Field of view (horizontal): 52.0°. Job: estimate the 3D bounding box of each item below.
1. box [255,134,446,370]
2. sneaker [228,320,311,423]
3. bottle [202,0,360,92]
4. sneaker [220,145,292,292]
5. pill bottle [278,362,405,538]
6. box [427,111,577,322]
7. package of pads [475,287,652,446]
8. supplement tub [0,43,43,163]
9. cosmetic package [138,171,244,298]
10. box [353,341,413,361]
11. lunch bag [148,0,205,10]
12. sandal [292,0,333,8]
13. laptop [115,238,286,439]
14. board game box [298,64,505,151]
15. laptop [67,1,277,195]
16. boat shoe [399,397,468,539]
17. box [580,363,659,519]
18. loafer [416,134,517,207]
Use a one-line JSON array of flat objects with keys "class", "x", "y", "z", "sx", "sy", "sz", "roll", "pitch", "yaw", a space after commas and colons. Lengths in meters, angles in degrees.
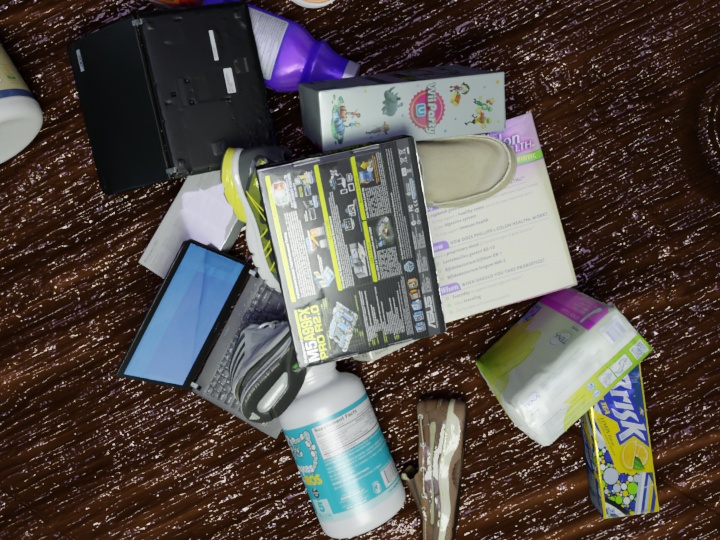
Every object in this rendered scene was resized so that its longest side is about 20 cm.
[{"class": "box", "x": -0.008, "y": -0.019, "z": 0.736, "sx": 0.157, "sy": 0.044, "sz": 0.204, "roll": -13, "pitch": 103, "yaw": -8}, {"class": "sneaker", "x": -0.077, "y": 0.063, "z": 0.830, "sx": 0.200, "sy": 0.115, "sz": 0.076, "roll": -45, "pitch": 129, "yaw": -4}, {"class": "bottle", "x": -0.099, "y": -0.259, "z": 0.884, "sx": 0.197, "sy": 0.065, "sz": 0.085, "roll": 20, "pitch": 96, "yaw": 0}, {"class": "sneaker", "x": -0.085, "y": -0.051, "z": 0.829, "sx": 0.083, "sy": 0.075, "sz": 0.202, "roll": -9, "pitch": 130, "yaw": 20}, {"class": "pill bottle", "x": -0.029, "y": 0.200, "z": 0.877, "sx": 0.109, "sy": 0.111, "sz": 0.203, "roll": -22, "pitch": 91, "yaw": 2}, {"class": "box", "x": 0.136, "y": -0.058, "z": 0.873, "sx": 0.173, "sy": 0.097, "sz": 0.204, "roll": -16, "pitch": 92, "yaw": 2}, {"class": "package of pads", "x": 0.212, "y": 0.098, "z": 0.824, "sx": 0.154, "sy": 0.200, "sz": 0.068, "roll": -44, "pitch": 96, "yaw": 2}, {"class": "supplement tub", "x": -0.479, "y": -0.227, "z": 0.852, "sx": 0.143, "sy": 0.144, "sz": 0.202, "roll": -32, "pitch": 91, "yaw": 2}, {"class": "cosmetic package", "x": -0.180, "y": -0.075, "z": 0.898, "sx": 0.082, "sy": 0.051, "sz": 0.202, "roll": 31, "pitch": 92, "yaw": 2}, {"class": "box", "x": 0.000, "y": 0.000, "z": 0.881, "sx": 0.081, "sy": 0.068, "sz": 0.203, "roll": -23, "pitch": 93, "yaw": -19}, {"class": "lunch bag", "x": -0.207, "y": -0.404, "z": 0.826, "sx": 0.080, "sy": 0.176, "sz": 0.204, "roll": 9, "pitch": 94, "yaw": 4}, {"class": "sandal", "x": -0.095, "y": -0.411, "z": 0.882, "sx": 0.079, "sy": 0.059, "sz": 0.208, "roll": -34, "pitch": 91, "yaw": 2}, {"class": "laptop", "x": -0.150, "y": 0.087, "z": 0.878, "sx": 0.198, "sy": 0.103, "sz": 0.179, "roll": 29, "pitch": 93, "yaw": 0}, {"class": "board game box", "x": 0.040, "y": -0.181, "z": 0.807, "sx": 0.196, "sy": 0.148, "sz": 0.066, "roll": -10, "pitch": 110, "yaw": -10}, {"class": "laptop", "x": -0.216, "y": -0.196, "z": 0.854, "sx": 0.197, "sy": 0.103, "sz": 0.181, "roll": -15, "pitch": 98, "yaw": -21}, {"class": "boat shoe", "x": 0.086, "y": 0.257, "z": 0.903, "sx": 0.073, "sy": 0.075, "sz": 0.207, "roll": 6, "pitch": 86, "yaw": 14}, {"class": "box", "x": 0.305, "y": 0.187, "z": 0.894, "sx": 0.069, "sy": 0.064, "sz": 0.204, "roll": -8, "pitch": 92, "yaw": 2}, {"class": "loafer", "x": 0.073, "y": -0.103, "z": 0.789, "sx": 0.196, "sy": 0.068, "sz": 0.077, "roll": -9, "pitch": 92, "yaw": 1}]
